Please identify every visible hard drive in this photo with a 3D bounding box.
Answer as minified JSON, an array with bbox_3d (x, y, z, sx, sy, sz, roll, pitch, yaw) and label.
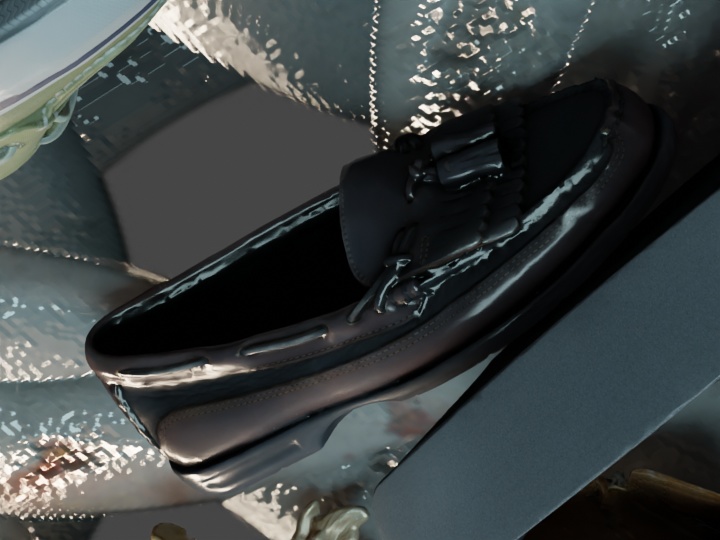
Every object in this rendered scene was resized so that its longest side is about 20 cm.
[{"bbox_3d":[0.090,0.007,0.766,0.042,0.135,0.200,48,120,0],"label":"hard drive"}]

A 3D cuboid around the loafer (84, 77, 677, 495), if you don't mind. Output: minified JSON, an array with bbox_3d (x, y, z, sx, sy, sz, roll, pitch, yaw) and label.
[{"bbox_3d":[0.000,0.000,0.799,0.200,0.072,0.063,-34,119,31],"label":"loafer"}]

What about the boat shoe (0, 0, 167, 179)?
[{"bbox_3d":[-0.111,-0.056,0.759,0.200,0.072,0.062,-26,141,34],"label":"boat shoe"}]

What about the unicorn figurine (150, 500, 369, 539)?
[{"bbox_3d":[-0.075,0.155,0.930,0.199,0.074,0.138,-16,140,8],"label":"unicorn figurine"}]

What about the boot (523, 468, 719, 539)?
[{"bbox_3d":[0.131,0.128,0.902,0.199,0.074,0.155,-3,134,6],"label":"boot"}]
